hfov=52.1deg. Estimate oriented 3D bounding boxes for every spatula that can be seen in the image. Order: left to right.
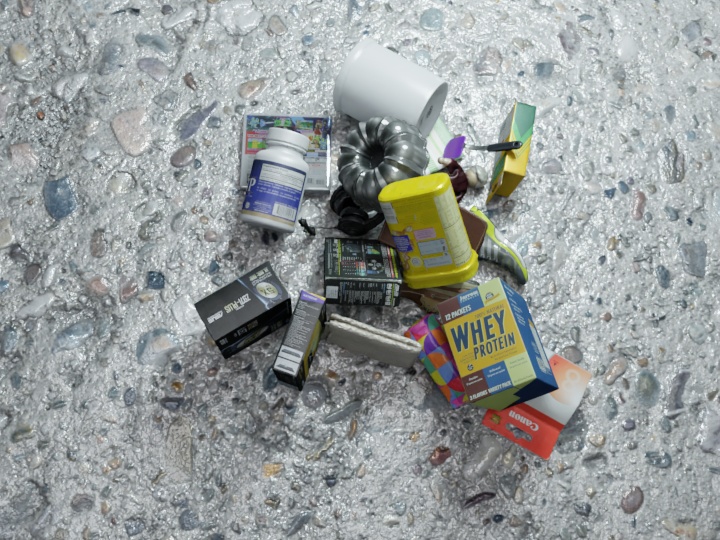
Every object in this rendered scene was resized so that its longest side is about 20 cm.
[{"bbox_3d":[0.260,-0.266,1.588,0.199,0.021,0.057,4,71,38],"label":"spatula"}]

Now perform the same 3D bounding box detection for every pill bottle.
[{"bbox_3d":[-0.172,-0.187,1.539,0.119,0.120,0.201,14,88,-1],"label":"pill bottle"}]

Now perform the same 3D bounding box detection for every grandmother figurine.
[{"bbox_3d":[0.190,-0.193,1.624,0.199,0.061,0.122,-14,119,-13],"label":"grandmother figurine"}]

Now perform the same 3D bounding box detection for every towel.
[{"bbox_3d":[0.021,0.145,1.479,0.199,0.133,0.035,18,69,1],"label":"towel"},{"bbox_3d":[0.113,-0.274,1.662,0.199,0.023,0.153,-29,79,-14],"label":"towel"}]

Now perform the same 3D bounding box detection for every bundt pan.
[{"bbox_3d":[0.035,-0.222,1.481,0.201,0.076,0.203,-10,71,30],"label":"bundt pan"}]

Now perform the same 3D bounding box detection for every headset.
[{"bbox_3d":[-0.030,-0.130,1.557,0.199,0.094,0.124,-29,52,11],"label":"headset"}]

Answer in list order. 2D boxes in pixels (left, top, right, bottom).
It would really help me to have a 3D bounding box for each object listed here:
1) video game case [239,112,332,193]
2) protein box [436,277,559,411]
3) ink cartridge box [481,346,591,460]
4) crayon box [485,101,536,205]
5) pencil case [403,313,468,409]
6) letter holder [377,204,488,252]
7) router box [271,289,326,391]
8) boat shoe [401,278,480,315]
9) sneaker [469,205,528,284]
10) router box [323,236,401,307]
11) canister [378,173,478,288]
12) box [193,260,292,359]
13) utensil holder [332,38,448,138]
[{"bbox_3d":[-0.164,-0.261,1.634,0.199,0.023,0.184,1,74,-4],"label":"video game case"},{"bbox_3d":[0.270,0.149,1.433,0.134,0.198,0.201,-25,66,19],"label":"protein box"},{"bbox_3d":[0.363,0.262,1.520,0.162,0.050,0.201,29,71,4],"label":"ink cartridge box"},{"bbox_3d":[0.331,-0.250,1.620,0.051,0.126,0.201,14,74,-1],"label":"crayon box"},{"bbox_3d":[0.172,0.187,1.509,0.088,0.088,0.201,-31,81,-13],"label":"pencil case"},{"bbox_3d":[0.160,-0.094,1.529,0.199,0.101,0.143,26,114,10],"label":"letter holder"},{"bbox_3d":[-0.115,0.141,1.432,0.052,0.200,0.158,18,74,4],"label":"router box"},{"bbox_3d":[0.156,0.056,1.547,0.199,0.076,0.074,3,78,-3],"label":"boat shoe"},{"bbox_3d":[0.284,-0.042,1.596,0.081,0.074,0.200,-42,81,5],"label":"sneaker"},{"bbox_3d":[0.000,0.000,1.491,0.149,0.200,0.063,2,116,-3],"label":"router box"},{"bbox_3d":[0.130,-0.075,1.413,0.148,0.201,0.087,-8,30,25],"label":"canister"},{"bbox_3d":[-0.223,0.082,1.438,0.163,0.200,0.086,-30,78,-13],"label":"box"},{"bbox_3d":[0.067,-0.381,1.595,0.199,0.170,0.170,30,74,13],"label":"utensil holder"}]
